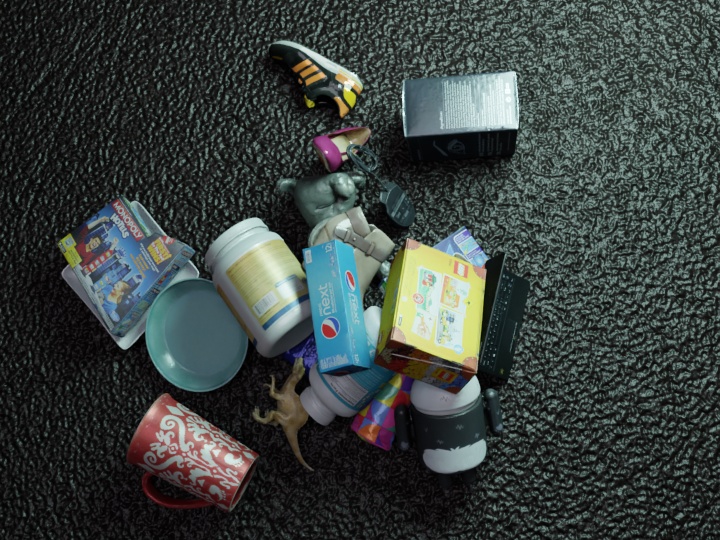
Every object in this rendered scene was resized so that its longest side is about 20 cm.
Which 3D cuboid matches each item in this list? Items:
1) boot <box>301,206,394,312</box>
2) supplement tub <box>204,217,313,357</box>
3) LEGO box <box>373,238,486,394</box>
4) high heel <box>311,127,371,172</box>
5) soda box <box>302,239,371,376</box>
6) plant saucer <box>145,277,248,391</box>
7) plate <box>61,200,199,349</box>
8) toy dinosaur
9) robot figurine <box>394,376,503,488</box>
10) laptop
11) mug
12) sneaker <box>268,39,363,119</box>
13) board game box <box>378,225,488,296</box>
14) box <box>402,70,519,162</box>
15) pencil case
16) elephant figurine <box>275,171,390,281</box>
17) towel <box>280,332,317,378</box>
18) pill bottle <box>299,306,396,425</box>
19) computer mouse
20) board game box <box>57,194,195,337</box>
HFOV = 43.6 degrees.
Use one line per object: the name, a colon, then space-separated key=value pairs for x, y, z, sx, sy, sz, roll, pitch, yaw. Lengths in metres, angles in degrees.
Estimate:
boot: x=0.000 y=0.000 z=1.530 sx=0.146 sy=0.070 sz=0.201 roll=-40 pitch=108 yaw=-2
supplement tub: x=-0.162 y=0.028 z=1.529 sx=0.144 sy=0.145 sz=0.201 roll=-37 pitch=76 yaw=0
LEGO box: x=0.113 y=0.070 z=1.427 sx=0.146 sy=0.077 sz=0.203 roll=21 pitch=52 yaw=-11
high heel: x=-0.030 y=-0.226 z=1.575 sx=0.095 sy=0.200 sz=0.068 roll=-33 pitch=99 yaw=7
soda box: x=-0.037 y=0.061 z=1.426 sx=0.063 sy=0.068 sz=0.205 roll=-15 pitch=73 yaw=23
plant saucer: x=-0.289 y=0.113 z=1.615 sx=0.195 sy=0.036 sz=0.205 roll=1 pitch=95 yaw=11
plate: x=-0.423 y=0.009 z=1.670 sx=0.200 sy=0.032 sz=0.200 roll=-44 pitch=77 yaw=-1
toy dinosaur: x=-0.131 y=0.253 z=1.561 sx=0.099 sy=0.058 sz=0.205 roll=2 pitch=99 yaw=27
robot figurine: x=0.147 y=0.253 z=1.491 sx=0.123 sy=0.149 sz=0.205 roll=10 pitch=115 yaw=47
laptop: x=0.238 y=0.081 z=1.477 sx=0.102 sy=0.198 sz=0.181 roll=7 pitch=78 yaw=48
mug: x=-0.288 y=0.333 z=1.569 sx=0.197 sy=0.179 sz=0.134 roll=27 pitch=48 yaw=7
sneaker: x=-0.096 y=-0.353 z=1.668 sx=0.197 sy=0.070 sz=0.091 roll=27 pitch=81 yaw=9
board game box: x=0.144 y=0.028 z=1.542 sx=0.198 sy=0.035 sz=0.136 roll=-31 pitch=79 yaw=-28
box: x=0.175 y=-0.267 z=1.578 sx=0.195 sy=0.148 sz=0.107 roll=-2 pitch=80 yaw=7
pencil case: x=0.060 y=0.205 z=1.547 sx=0.087 sy=0.088 sz=0.203 roll=28 pitch=85 yaw=11
elephant figurine: x=-0.041 y=-0.068 z=1.592 sx=0.153 sy=0.140 sz=0.205 roll=-2 pitch=96 yaw=36
towel: x=-0.093 y=0.100 z=1.606 sx=0.198 sy=0.050 sz=0.149 roll=34 pitch=80 yaw=11
pill bottle: x=-0.011 y=0.164 z=1.494 sx=0.200 sy=0.111 sz=0.111 roll=-45 pitch=77 yaw=13
computer mouse: x=0.032 y=-0.147 z=1.579 sx=0.034 sy=0.201 sz=0.059 roll=2 pitch=51 yaw=47
board game box: x=-0.411 y=-0.022 z=1.627 sx=0.198 sy=0.062 sz=0.202 roll=-35 pitch=77 yaw=-1
